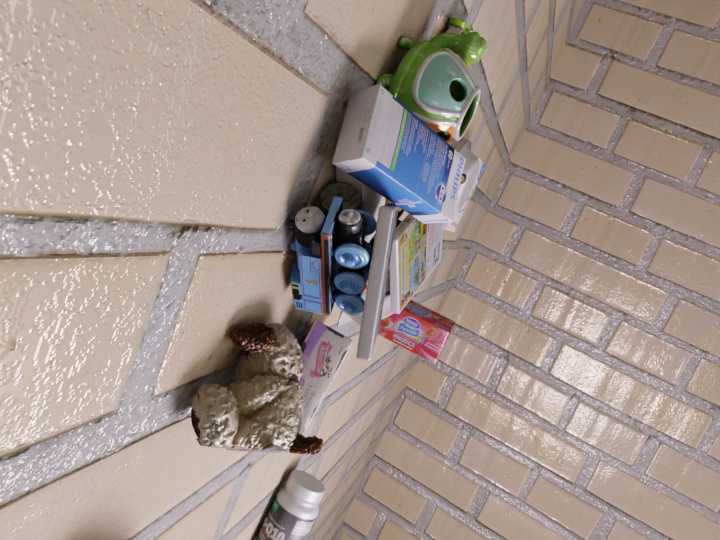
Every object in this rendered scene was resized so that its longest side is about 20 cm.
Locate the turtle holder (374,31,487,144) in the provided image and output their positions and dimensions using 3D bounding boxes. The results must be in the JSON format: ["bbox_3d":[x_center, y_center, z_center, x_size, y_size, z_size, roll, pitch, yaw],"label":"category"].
[{"bbox_3d":[0.113,-0.267,0.803,0.186,0.131,0.142,-51,159,-38],"label":"turtle holder"}]

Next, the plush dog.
[{"bbox_3d":[-0.125,0.157,0.729,0.200,0.158,0.174,79,14,-69],"label":"plush dog"}]

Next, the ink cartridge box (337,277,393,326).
[{"bbox_3d":[0.035,0.041,1.112,0.116,0.068,0.202,-19,137,-50],"label":"ink cartridge box"}]

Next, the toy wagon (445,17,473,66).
[{"bbox_3d":[0.151,-0.362,0.947,0.200,0.039,0.157,-27,140,-66],"label":"toy wagon"}]

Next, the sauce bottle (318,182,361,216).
[{"bbox_3d":[-0.032,-0.047,0.815,0.065,0.064,0.201,-54,164,-30],"label":"sauce bottle"}]

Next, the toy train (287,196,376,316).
[{"bbox_3d":[-0.041,-0.013,0.735,0.201,0.113,0.087,93,9,-53],"label":"toy train"}]

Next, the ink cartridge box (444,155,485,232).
[{"bbox_3d":[0.248,-0.210,1.421,0.202,0.084,0.146,-67,164,9],"label":"ink cartridge box"}]

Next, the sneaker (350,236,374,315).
[{"bbox_3d":[0.000,0.000,0.998,0.080,0.071,0.202,-11,129,-53],"label":"sneaker"}]

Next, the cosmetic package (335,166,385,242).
[{"bbox_3d":[0.001,-0.121,0.822,0.083,0.050,0.201,-57,163,-31],"label":"cosmetic package"}]

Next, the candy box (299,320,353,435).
[{"bbox_3d":[-0.083,0.181,0.916,0.169,0.071,0.200,-61,177,-10],"label":"candy box"}]

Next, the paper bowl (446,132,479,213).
[{"bbox_3d":[0.208,-0.214,1.252,0.202,0.104,0.201,-57,163,-27],"label":"paper bowl"}]

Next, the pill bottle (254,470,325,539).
[{"bbox_3d":[-0.171,0.603,1.297,0.202,0.112,0.113,-64,164,0],"label":"pill bottle"}]

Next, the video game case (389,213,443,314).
[{"bbox_3d":[0.112,-0.041,1.049,0.182,0.023,0.201,-48,148,-34],"label":"video game case"}]

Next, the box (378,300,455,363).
[{"bbox_3d":[0.138,0.148,1.417,0.101,0.198,0.095,-68,166,19],"label":"box"}]

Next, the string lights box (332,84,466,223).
[{"bbox_3d":[0.061,-0.150,0.729,0.199,0.059,0.104,27,72,-42],"label":"string lights box"}]

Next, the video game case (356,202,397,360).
[{"bbox_3d":[0.027,0.006,0.765,0.182,0.022,0.203,-54,152,-80],"label":"video game case"}]

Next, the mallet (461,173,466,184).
[{"bbox_3d":[0.111,-0.180,0.927,0.199,0.041,0.066,24,96,-38],"label":"mallet"}]

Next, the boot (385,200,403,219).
[{"bbox_3d":[0.103,-0.163,1.017,0.157,0.076,0.200,-68,160,-5],"label":"boot"}]

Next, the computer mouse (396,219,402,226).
[{"bbox_3d":[0.048,-0.090,1.076,0.059,0.034,0.200,-44,163,12],"label":"computer mouse"}]
